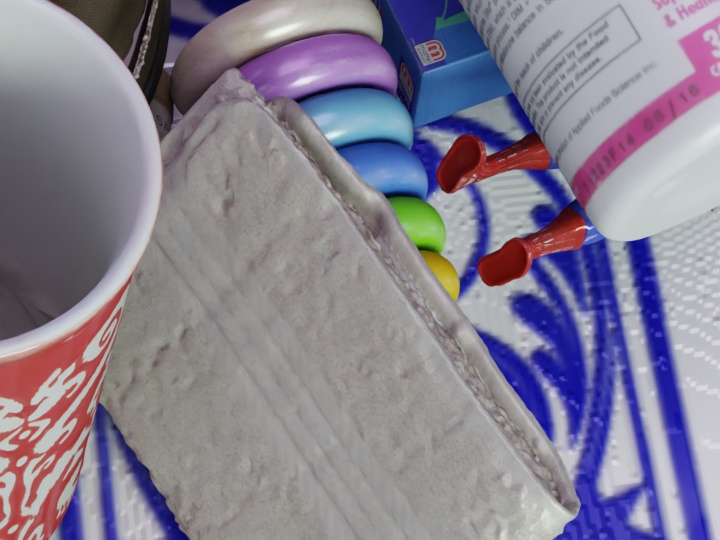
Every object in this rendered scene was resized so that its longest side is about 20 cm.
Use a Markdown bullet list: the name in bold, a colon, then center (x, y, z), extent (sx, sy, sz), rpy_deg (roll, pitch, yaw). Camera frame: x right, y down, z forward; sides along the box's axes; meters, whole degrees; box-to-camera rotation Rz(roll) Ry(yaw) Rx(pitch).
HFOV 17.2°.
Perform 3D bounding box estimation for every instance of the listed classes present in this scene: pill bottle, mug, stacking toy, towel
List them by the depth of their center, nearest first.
- **mug**: center (-0.157, 0.008, 0.772), extent (0.176, 0.200, 0.134), rpy_deg (24, 59, 4)
- **pill bottle**: center (0.082, -0.122, 0.819), extent (0.113, 0.113, 0.201), rpy_deg (-27, 77, -16)
- **towel**: center (-0.024, 0.042, 0.825), extent (0.034, 0.133, 0.201), rpy_deg (-5, 55, -57)
- **stacking toy**: center (0.000, 0.000, 0.867), extent (0.085, 0.085, 0.201), rpy_deg (-18, 72, -12)

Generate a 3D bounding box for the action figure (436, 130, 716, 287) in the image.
- **action figure**: center (0.125, -0.052, 0.896), extent (0.199, 0.052, 0.066), rpy_deg (-22, 79, -31)

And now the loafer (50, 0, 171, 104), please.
- **loafer**: center (-0.099, -0.135, 0.842), extent (0.072, 0.071, 0.202), rpy_deg (7, 77, 0)

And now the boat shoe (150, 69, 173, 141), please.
- **boat shoe**: center (-0.165, -0.074, 0.896), extent (0.199, 0.074, 0.067), rpy_deg (20, 60, -5)

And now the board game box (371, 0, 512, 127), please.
- **board game box**: center (0.083, -0.159, 0.963), extent (0.199, 0.045, 0.153), rpy_deg (-20, 67, -14)
